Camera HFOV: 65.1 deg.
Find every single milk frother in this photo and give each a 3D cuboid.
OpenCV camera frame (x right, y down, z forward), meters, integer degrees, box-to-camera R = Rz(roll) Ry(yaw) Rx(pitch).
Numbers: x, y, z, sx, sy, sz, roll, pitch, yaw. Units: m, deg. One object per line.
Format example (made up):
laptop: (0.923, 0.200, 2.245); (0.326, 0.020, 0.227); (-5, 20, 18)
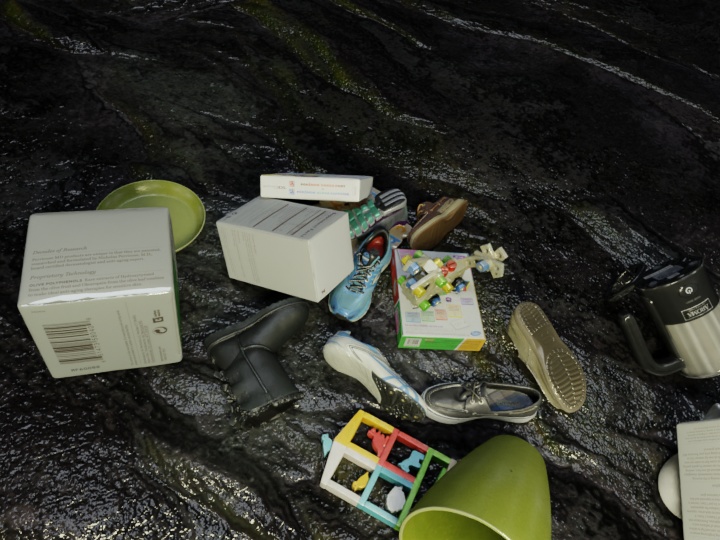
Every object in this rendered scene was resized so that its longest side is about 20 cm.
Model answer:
milk frother: (0.575, 0.081, 1.055); (0.188, 0.180, 0.200); (61, 26, -6)

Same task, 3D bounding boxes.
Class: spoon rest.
spoon rest: (0.551, 0.313, 0.913); (0.099, 0.061, 0.200); (32, 66, 16)

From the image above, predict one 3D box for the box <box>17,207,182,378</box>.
box: (-0.383, 0.033, 0.864); (0.199, 0.199, 0.172); (-6, 53, -17)

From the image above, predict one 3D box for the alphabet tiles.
alphabet tiles: (-0.002, -0.100, 1.161); (0.195, 0.015, 0.200); (32, 53, 15)

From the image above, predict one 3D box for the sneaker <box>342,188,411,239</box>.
sneaker: (0.005, -0.079, 1.100); (0.200, 0.088, 0.075); (-24, 48, 3)

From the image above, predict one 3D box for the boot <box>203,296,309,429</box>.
boot: (-0.141, 0.146, 0.901); (0.198, 0.073, 0.163); (-24, 57, -19)

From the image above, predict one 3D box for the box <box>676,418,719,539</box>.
box: (0.564, 0.329, 0.814); (0.152, 0.106, 0.200); (13, 67, -11)

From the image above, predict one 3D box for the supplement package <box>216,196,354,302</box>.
supplement package: (-0.128, -0.042, 0.976); (0.200, 0.117, 0.117); (14, 36, 29)

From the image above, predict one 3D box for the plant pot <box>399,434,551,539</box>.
plant pot: (0.179, 0.323, 0.766); (0.187, 0.187, 0.200); (31, 38, 15)

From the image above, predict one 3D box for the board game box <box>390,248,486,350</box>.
board game box: (0.139, 0.051, 1.048); (0.153, 0.040, 0.200); (4, 51, -7)

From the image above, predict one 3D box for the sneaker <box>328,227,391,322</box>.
sneaker: (0.000, 0.000, 1.026); (0.078, 0.090, 0.200); (22, 60, 7)

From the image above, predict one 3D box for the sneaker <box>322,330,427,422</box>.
sneaker: (0.031, 0.167, 0.918); (0.200, 0.072, 0.072); (36, 47, 14)

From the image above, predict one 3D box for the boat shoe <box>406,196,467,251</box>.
boat shoe: (0.144, -0.104, 1.158); (0.072, 0.072, 0.200); (29, 46, 24)

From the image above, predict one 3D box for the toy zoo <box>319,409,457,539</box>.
toy zoo: (0.030, 0.296, 0.844); (0.200, 0.020, 0.131); (26, 52, 10)

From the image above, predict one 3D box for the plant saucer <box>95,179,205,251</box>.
plant saucer: (-0.397, -0.093, 1.072); (0.199, 0.031, 0.200); (6, 51, -7)

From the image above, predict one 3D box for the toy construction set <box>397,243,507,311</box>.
toy construction set: (0.150, 0.003, 0.977); (0.200, 0.131, 0.092); (-13, 56, -20)

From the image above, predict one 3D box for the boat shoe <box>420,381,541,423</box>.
boat shoe: (0.198, 0.209, 0.915); (0.199, 0.066, 0.070); (8, 50, -4)

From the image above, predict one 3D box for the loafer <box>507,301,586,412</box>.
loafer: (0.322, 0.152, 0.987); (0.076, 0.068, 0.200); (-16, 72, -20)

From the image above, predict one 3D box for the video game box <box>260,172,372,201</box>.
video game box: (-0.077, -0.163, 1.088); (0.182, 0.047, 0.200); (6, 11, 7)
